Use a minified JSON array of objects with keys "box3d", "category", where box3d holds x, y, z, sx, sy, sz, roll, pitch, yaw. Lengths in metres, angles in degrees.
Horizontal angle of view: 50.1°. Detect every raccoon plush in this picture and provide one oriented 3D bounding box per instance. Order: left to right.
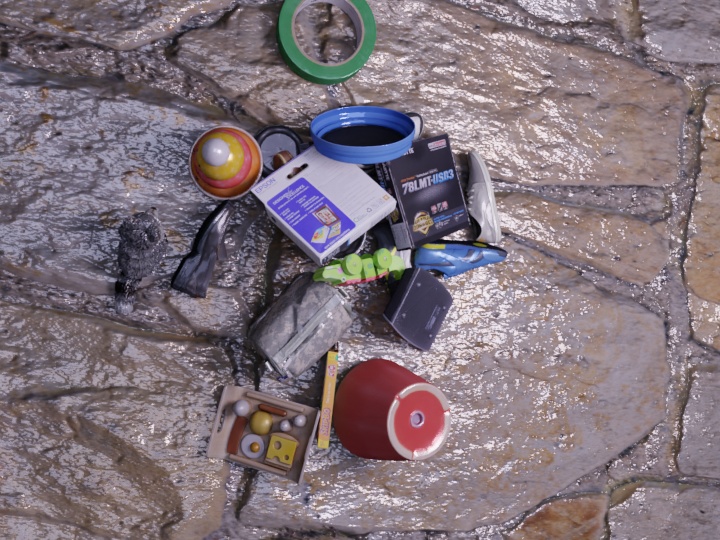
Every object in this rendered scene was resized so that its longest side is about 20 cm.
[{"box3d":[-0.404,-0.016,1.419,0.096,0.134,0.202,3,88,-14],"category":"raccoon plush"}]

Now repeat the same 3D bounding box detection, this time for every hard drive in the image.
[{"box3d":[0.114,0.076,1.524,0.042,0.200,0.136,23,82,32],"category":"hard drive"}]

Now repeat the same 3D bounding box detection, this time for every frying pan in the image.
[{"box3d":[-0.127,-0.229,1.545,0.188,0.031,0.116,8,89,-10],"category":"frying pan"},{"box3d":[-0.013,-0.064,1.506,0.189,0.031,0.116,26,82,-24],"category":"frying pan"}]

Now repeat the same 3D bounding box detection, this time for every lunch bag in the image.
[{"box3d":[-0.114,0.108,1.466,0.200,0.168,0.139,-45,98,-10],"category":"lunch bag"}]

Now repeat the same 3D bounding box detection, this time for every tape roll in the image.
[{"box3d":[-0.069,-0.479,1.551,0.199,0.048,0.202,0,89,-13],"category":"tape roll"}]

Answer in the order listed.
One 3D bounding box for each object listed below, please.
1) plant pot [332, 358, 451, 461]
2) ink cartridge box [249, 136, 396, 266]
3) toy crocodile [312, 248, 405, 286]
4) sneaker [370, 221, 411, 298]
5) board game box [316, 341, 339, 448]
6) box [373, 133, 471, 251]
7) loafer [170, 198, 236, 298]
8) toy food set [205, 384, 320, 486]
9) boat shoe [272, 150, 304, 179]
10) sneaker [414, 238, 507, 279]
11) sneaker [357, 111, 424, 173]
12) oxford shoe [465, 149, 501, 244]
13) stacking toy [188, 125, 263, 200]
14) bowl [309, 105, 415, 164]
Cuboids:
[{"box3d":[0.068,0.276,1.477,0.199,0.177,0.202,1,88,-27],"category":"plant pot"},{"box3d":[-0.070,-0.133,1.444,0.198,0.043,0.200,-38,71,-24],"category":"ink cartridge box"},{"box3d":[0.000,0.000,1.435,0.199,0.067,0.062,-11,86,-41],"category":"toy crocodile"},{"box3d":[0.062,-0.005,1.567,0.084,0.074,0.202,-1,88,5],"category":"sneaker"},{"box3d":[-0.063,0.239,1.510,0.030,0.096,0.202,9,87,-4],"category":"board game box"},{"box3d":[0.124,-0.159,1.537,0.199,0.049,0.200,-21,99,-43],"category":"box"},{"box3d":[-0.288,-0.041,1.485,0.072,0.073,0.201,30,92,-19],"category":"loafer"},{"box3d":[-0.185,0.313,1.470,0.198,0.060,0.145,14,85,14],"category":"toy food set"},{"box3d":[-0.101,-0.155,1.521,0.067,0.072,0.201,-41,111,-19],"category":"boat shoe"},{"box3d":[0.207,-0.022,1.601,0.198,0.066,0.079,2,103,-13],"category":"sneaker"},{"box3d":[0.056,-0.256,1.555,0.200,0.088,0.076,-38,95,-13],"category":"sneaker"},{"box3d":[0.245,-0.151,1.605,0.057,0.075,0.202,-12,93,-3],"category":"oxford shoe"},{"box3d":[-0.258,-0.212,1.419,0.145,0.200,0.148,0,88,-3],"category":"stacking toy"},{"box3d":[0.005,-0.256,1.454,0.199,0.201,0.040,-9,124,-13],"category":"bowl"}]
